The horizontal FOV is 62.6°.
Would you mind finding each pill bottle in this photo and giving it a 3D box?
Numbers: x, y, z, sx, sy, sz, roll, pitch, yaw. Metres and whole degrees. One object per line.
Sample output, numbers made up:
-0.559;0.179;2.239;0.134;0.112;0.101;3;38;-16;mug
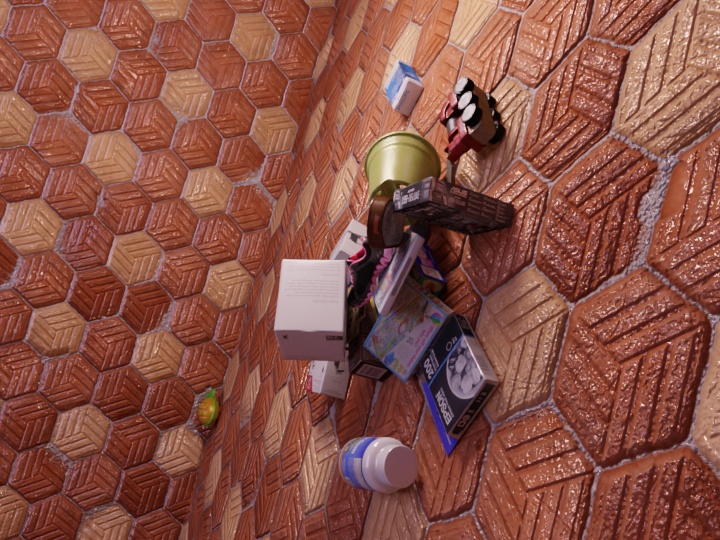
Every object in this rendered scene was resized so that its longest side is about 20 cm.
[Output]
0.039;0.414;1.266;0.200;0.111;0.114;-30;46;60;pill bottle

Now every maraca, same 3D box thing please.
-0.790;0.716;3.089;0.137;0.106;0.202;-42;39;28;maraca

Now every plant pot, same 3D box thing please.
0.096;-0.206;1.442;0.201;0.198;0.185;-55;14;36;plant pot

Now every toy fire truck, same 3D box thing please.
0.232;-0.311;1.377;0.200;0.128;0.178;-43;34;35;toy fire truck

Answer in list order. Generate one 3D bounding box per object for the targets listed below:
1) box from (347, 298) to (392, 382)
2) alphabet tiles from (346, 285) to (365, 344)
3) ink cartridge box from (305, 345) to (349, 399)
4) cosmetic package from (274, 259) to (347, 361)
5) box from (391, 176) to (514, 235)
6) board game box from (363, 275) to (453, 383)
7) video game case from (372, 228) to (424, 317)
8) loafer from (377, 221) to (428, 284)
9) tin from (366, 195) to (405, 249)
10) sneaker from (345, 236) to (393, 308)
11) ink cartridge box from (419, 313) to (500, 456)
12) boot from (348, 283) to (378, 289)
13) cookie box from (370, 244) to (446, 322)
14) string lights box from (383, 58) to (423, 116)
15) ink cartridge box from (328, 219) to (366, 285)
0.024;0.172;1.510;0.075;0.099;0.202;-50;30;43;box
-0.031;0.116;1.547;0.200;0.006;0.168;-47;33;50;alphabet tiles
-0.084;0.263;1.730;0.146;0.082;0.203;-17;58;66;ink cartridge box
-0.115;0.100;1.463;0.166;0.162;0.202;89;-177;-58;cosmetic package
0.185;-0.126;1.206;0.157;0.197;0.051;171;112;-67;box
0.103;0.132;1.324;0.134;0.034;0.202;39;117;22;board game box
0.081;-0.001;1.323;0.184;0.023;0.200;-64;6;6;video game case
0.112;-0.041;1.523;0.201;0.071;0.063;-58;5;19;loafer
0.060;-0.103;1.288;0.200;0.041;0.114;-17;-64;-71;tin
0.000;0.000;1.423;0.202;0.094;0.079;-64;24;26;sneaker
0.178;0.222;1.170;0.202;0.043;0.199;-63;23;26;ink cartridge box
-0.001;0.045;1.711;0.200;0.072;0.091;-44;29;52;boot
0.108;0.053;1.427;0.202;0.074;0.172;-62;23;25;cookie box
0.134;-0.584;1.885;0.103;0.058;0.201;-60;24;31;string lights box
-0.041;-0.040;1.777;0.146;0.083;0.201;-56;8;32;ink cartridge box
